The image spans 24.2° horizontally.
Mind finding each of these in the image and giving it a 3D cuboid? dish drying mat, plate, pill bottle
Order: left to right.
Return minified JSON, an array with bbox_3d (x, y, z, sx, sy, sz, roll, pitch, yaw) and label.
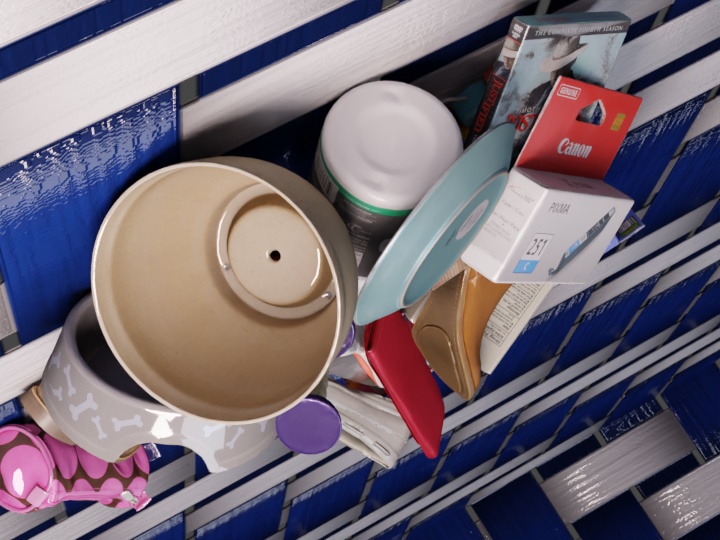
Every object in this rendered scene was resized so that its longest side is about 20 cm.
[{"bbox_3d":[0.011,-0.060,1.383,0.113,0.113,0.200,-26,163,-20],"label":"pill bottle"},{"bbox_3d":[0.043,0.101,1.624,0.018,0.077,0.200,-1,144,23],"label":"dish drying mat"},{"bbox_3d":[0.066,-0.030,1.323,0.200,0.026,0.200,-49,167,-15],"label":"plate"}]

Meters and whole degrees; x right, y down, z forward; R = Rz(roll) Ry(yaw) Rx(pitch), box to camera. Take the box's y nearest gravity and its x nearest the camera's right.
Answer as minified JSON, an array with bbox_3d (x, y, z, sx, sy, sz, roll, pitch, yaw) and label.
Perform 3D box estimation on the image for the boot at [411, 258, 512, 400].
[{"bbox_3d":[0.122,0.013,1.561,0.155,0.074,0.200,-33,132,-24],"label":"boot"}]

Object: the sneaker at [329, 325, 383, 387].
[{"bbox_3d":[-0.029,0.064,1.590,0.082,0.077,0.200,-9,159,17],"label":"sneaker"}]

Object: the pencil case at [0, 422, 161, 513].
[{"bbox_3d":[-0.278,0.192,1.617,0.091,0.094,0.200,-37,162,17],"label":"pencil case"}]

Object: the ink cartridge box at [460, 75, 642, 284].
[{"bbox_3d":[0.185,-0.073,1.462,0.200,0.045,0.176,0,121,-60],"label":"ink cartridge box"}]

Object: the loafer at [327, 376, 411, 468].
[{"bbox_3d":[-0.036,0.140,1.635,0.200,0.070,0.070,21,167,-26],"label":"loafer"}]

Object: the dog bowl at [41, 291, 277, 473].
[{"bbox_3d":[-0.154,0.078,1.357,0.200,0.200,0.059,-19,137,-38],"label":"dog bowl"}]

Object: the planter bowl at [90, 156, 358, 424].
[{"bbox_3d":[-0.085,0.002,1.283,0.200,0.200,0.135,-40,179,25],"label":"planter bowl"}]

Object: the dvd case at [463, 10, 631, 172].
[{"bbox_3d":[0.146,-0.125,1.428,0.146,0.022,0.200,-11,129,-46],"label":"dvd case"}]

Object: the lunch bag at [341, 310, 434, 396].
[{"bbox_3d":[0.059,0.045,1.760,0.200,0.082,0.176,-33,-167,3],"label":"lunch bag"}]

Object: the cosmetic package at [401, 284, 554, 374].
[{"bbox_3d":[0.136,-0.013,1.628,0.200,0.105,0.071,-53,-164,4],"label":"cosmetic package"}]

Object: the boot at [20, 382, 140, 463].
[{"bbox_3d":[-0.234,0.125,1.559,0.075,0.074,0.200,-43,161,2],"label":"boot"}]

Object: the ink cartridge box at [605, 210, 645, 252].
[{"bbox_3d":[0.203,-0.027,1.841,0.200,0.042,0.119,-32,-154,5],"label":"ink cartridge box"}]

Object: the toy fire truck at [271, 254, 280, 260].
[{"bbox_3d":[-0.136,0.067,1.591,0.141,0.049,0.200,-26,163,-21],"label":"toy fire truck"}]

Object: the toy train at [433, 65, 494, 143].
[{"bbox_3d":[0.086,-0.102,1.500,0.150,0.056,0.200,-28,163,-15],"label":"toy train"}]

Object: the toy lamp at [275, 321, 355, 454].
[{"bbox_3d":[-0.034,0.076,1.363,0.058,0.058,0.200,-39,-161,21],"label":"toy lamp"}]
